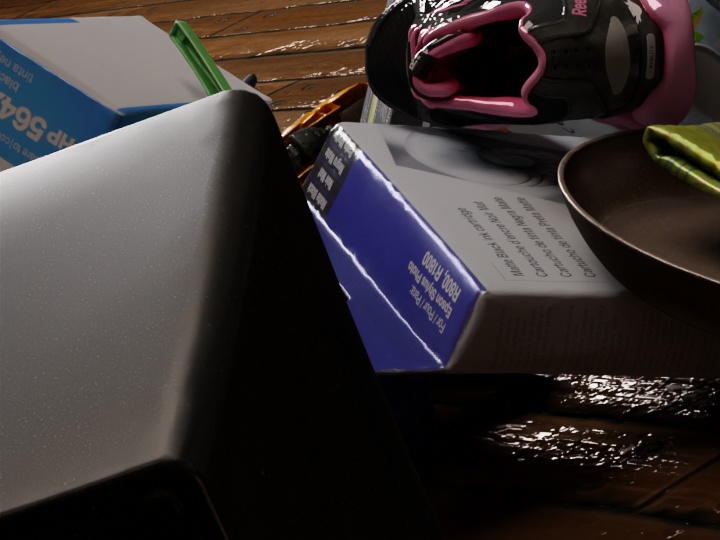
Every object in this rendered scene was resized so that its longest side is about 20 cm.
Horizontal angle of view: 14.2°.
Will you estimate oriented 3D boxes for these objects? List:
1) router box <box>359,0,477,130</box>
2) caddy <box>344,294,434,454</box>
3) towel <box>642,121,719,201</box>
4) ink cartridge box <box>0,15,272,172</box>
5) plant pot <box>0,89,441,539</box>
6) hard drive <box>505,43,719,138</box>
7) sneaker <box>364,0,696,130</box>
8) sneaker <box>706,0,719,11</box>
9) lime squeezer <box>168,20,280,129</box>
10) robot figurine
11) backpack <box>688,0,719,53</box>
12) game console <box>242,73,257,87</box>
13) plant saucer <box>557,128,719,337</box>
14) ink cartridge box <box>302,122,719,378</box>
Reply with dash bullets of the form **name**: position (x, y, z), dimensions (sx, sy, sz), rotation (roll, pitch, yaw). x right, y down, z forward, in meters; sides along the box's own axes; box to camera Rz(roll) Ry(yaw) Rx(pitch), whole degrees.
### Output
- **router box**: position (0.038, -0.106, 1.471), dimensions (0.052, 0.201, 0.157), rotation (12, 13, -6)
- **caddy**: position (-0.053, 0.051, 1.202), dimensions (0.141, 0.106, 0.200), rotation (13, 24, 27)
- **towel**: position (0.219, -0.042, 1.131), dimensions (0.143, 0.023, 0.199), rotation (26, 27, 37)
- **ink cartridge box**: position (-0.140, -0.004, 1.278), dimensions (0.084, 0.201, 0.146), rotation (32, 17, 18)
- **plant pot**: position (-0.091, 0.092, 0.950), dimensions (0.198, 0.201, 0.178), rotation (-18, 27, 8)
- **hard drive**: position (0.138, -0.058, 1.298), dimensions (0.027, 0.132, 0.200), rotation (-60, 24, -10)
- **sneaker**: position (0.049, -0.091, 1.214), dimensions (0.095, 0.080, 0.200), rotation (-11, 8, -33)
- **sneaker**: position (0.208, -0.110, 1.290), dimensions (0.088, 0.199, 0.075), rotation (-48, -12, -52)
- **lime squeezer**: position (-0.061, -0.042, 1.171), dimensions (0.070, 0.038, 0.200), rotation (10, 30, 2)
- **robot figurine**: position (-0.040, -0.048, 1.610), dimensions (0.145, 0.058, 0.200), rotation (-32, 3, 42)
- **backpack**: position (0.158, -0.116, 1.444), dimensions (0.154, 0.163, 0.200), rotation (-50, 23, -19)
- **game console**: position (-0.174, -0.048, 1.579), dimensions (0.200, 0.170, 0.119), rotation (-42, 37, 28)
- **plant saucer**: position (0.170, -0.007, 1.095), dimensions (0.199, 0.032, 0.200), rotation (7, 21, -3)
- **ink cartridge box**: position (0.056, -0.011, 1.163), dimensions (0.199, 0.041, 0.200), rotation (0, 21, -19)
